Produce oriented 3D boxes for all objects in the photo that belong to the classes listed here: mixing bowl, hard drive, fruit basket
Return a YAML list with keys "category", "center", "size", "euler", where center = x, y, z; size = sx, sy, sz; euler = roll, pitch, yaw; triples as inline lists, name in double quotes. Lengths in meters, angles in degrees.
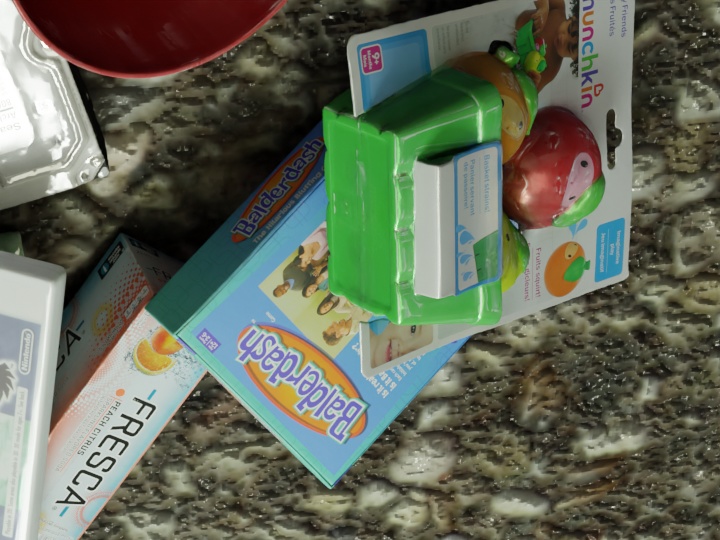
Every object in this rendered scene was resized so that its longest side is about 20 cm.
- category: "mixing bowl"
  center: [-0.111, -0.202, 1.017]
  size: [0.199, 0.108, 0.201]
  euler: [-25, 132, -31]
- category: "hard drive"
  center: [-0.223, -0.114, 1.124]
  size: [0.139, 0.038, 0.201]
  euler: [-16, 129, -1]
- category: "fruit basket"
  center: [0.077, -0.052, 1.156]
  size: [0.199, 0.094, 0.186]
  euler: [-15, 116, -30]

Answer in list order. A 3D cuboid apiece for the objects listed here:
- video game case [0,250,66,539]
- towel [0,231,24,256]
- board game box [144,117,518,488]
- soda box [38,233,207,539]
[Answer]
- category: "video game case"
  center: [-0.255, 0.069, 1.184]
  size: [0.181, 0.023, 0.201]
  euler: [14, 116, 9]
- category: "towel"
  center: [-0.283, 0.056, 1.248]
  size: [0.199, 0.023, 0.153]
  euler: [-8, 127, -7]
- category: "board game box"
  center: [0.000, 0.000, 1.215]
  size: [0.200, 0.045, 0.152]
  euler: [-46, 126, -6]
- category: "soda box"
  center: [-0.160, 0.082, 1.247]
  size: [0.063, 0.068, 0.200]
  euler: [27, 108, -37]
